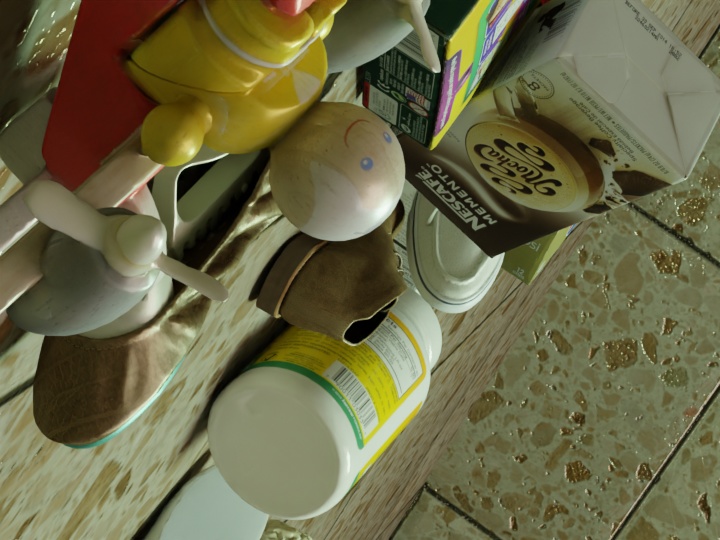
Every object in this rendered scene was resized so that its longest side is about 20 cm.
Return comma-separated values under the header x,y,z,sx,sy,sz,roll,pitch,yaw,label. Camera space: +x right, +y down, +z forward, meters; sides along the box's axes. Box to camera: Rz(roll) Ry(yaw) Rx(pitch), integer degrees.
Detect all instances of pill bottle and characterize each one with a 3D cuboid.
x,y,z,sx,sy,sz,roll,pitch,yaw,label
-0.017,0.083,1.527,0.200,0.112,0.113,-44,166,-55,pill bottle

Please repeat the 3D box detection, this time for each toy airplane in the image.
x,y,z,sx,sy,sz,roll,pitch,yaw,label
-0.052,-0.050,0.702,0.201,0.141,0.199,-56,172,2,toy airplane

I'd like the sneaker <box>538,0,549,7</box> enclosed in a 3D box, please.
x,y,z,sx,sy,sz,roll,pitch,yaw,label
0.163,-0.234,1.437,0.116,0.078,0.201,-49,168,-46,sneaker

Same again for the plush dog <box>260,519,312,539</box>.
x,y,z,sx,sy,sz,roll,pitch,yaw,label
-0.094,0.272,1.745,0.172,0.199,0.161,-49,-151,29,plush dog

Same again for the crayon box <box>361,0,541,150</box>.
x,y,z,sx,sy,sz,roll,pitch,yaw,label
0.071,-0.176,1.201,0.173,0.058,0.200,-55,173,-12,crayon box

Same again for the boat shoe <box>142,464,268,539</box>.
x,y,z,sx,sy,sz,roll,pitch,yaw,label
-0.141,0.217,1.551,0.070,0.071,0.200,-20,-152,52,boat shoe

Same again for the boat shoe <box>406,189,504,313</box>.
x,y,z,sx,sy,sz,roll,pitch,yaw,label
0.086,-0.074,1.475,0.086,0.074,0.203,124,-15,-72,boat shoe

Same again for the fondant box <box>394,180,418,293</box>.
x,y,z,sx,sy,sz,roll,pitch,yaw,label
0.060,-0.046,1.653,0.201,0.058,0.144,-59,171,32,fondant box

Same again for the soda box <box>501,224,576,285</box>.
x,y,z,sx,sy,sz,roll,pitch,yaw,label
0.153,-0.080,1.618,0.200,0.068,0.064,-49,168,-42,soda box

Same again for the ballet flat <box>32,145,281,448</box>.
x,y,z,sx,sy,sz,roll,pitch,yaw,label
-0.086,-0.013,0.957,0.200,0.068,0.073,-51,151,-31,ballet flat

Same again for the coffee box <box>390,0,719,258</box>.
x,y,z,sx,sy,sz,roll,pitch,yaw,label
0.115,-0.092,1.330,0.200,0.113,0.080,-24,-150,56,coffee box

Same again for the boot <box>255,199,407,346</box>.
x,y,z,sx,sy,sz,roll,pitch,yaw,label
0.000,0.000,1.433,0.074,0.075,0.200,-64,171,26,boot
